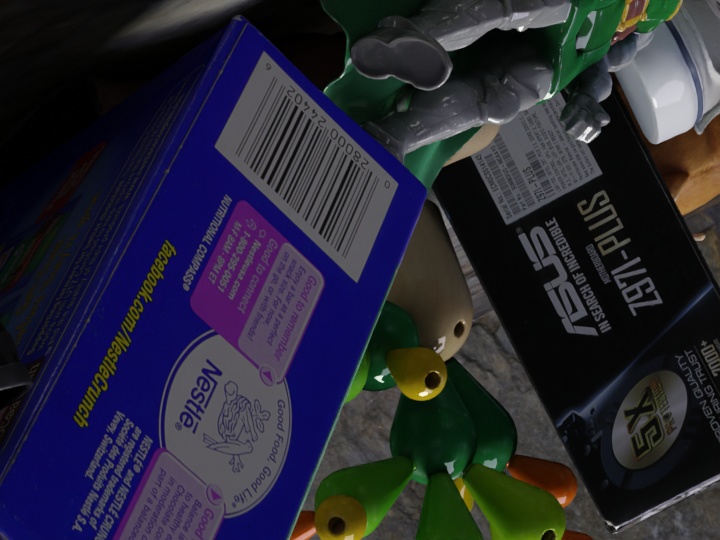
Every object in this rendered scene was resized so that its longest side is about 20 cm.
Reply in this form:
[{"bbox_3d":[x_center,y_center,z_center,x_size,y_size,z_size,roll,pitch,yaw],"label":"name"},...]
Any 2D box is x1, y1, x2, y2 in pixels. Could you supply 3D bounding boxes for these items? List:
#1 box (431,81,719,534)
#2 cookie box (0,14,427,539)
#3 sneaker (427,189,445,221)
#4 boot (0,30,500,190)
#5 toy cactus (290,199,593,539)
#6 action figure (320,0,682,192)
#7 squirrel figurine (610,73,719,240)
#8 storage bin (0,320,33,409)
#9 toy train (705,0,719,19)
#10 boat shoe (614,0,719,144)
[{"bbox_3d":[0.099,0.002,0.934,0.086,0.201,0.164,-27,175,4],"label":"box"},{"bbox_3d":[-0.094,0.051,0.554,0.199,0.075,0.172,-29,-153,40],"label":"cookie box"},{"bbox_3d":[0.000,0.000,0.982,0.074,0.100,0.200,-19,176,13],"label":"sneaker"},{"bbox_3d":[-0.068,-0.026,0.707,0.165,0.073,0.200,-7,165,-39],"label":"boot"},{"bbox_3d":[0.021,0.052,0.849,0.102,0.166,0.200,-27,142,28],"label":"toy cactus"},{"bbox_3d":[0.060,-0.078,0.649,0.200,0.054,0.119,-34,146,-47],"label":"action figure"},{"bbox_3d":[0.198,-0.094,1.058,0.185,0.142,0.200,-14,157,-17],"label":"squirrel figurine"},{"bbox_3d":[-0.181,0.033,0.440,0.199,0.094,0.135,-31,173,38],"label":"storage bin"},{"bbox_3d":[0.159,-0.106,0.663,0.114,0.087,0.200,-49,169,6],"label":"toy train"},{"bbox_3d":[0.141,-0.098,0.867,0.086,0.075,0.202,-27,177,8],"label":"boat shoe"}]
